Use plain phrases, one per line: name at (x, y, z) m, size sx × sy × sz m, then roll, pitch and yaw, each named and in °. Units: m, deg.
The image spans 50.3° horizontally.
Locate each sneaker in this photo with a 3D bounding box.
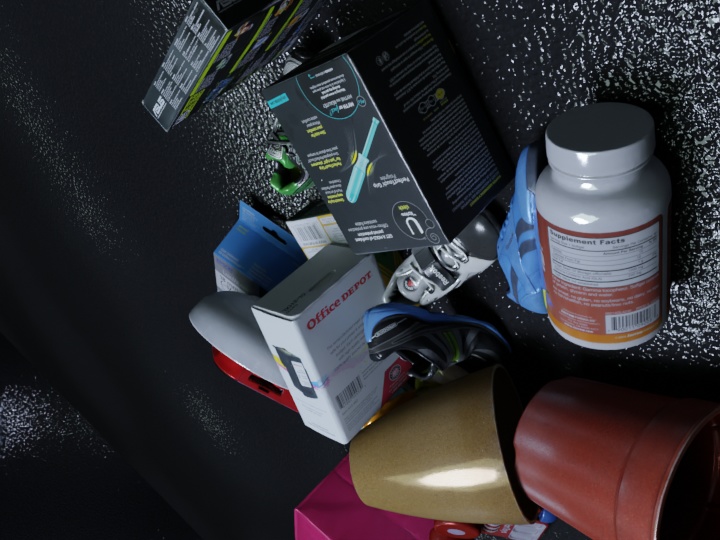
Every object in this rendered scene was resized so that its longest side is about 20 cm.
sneaker at (0.163, -0.039, 0.767) m, size 0.078 × 0.066 × 0.200 m, roll 16°, pitch 137°, yaw 35°
sneaker at (-0.066, -0.164, 0.886) m, size 0.078 × 0.085 × 0.200 m, roll 32°, pitch 144°, yaw 23°
sneaker at (0.090, 0.091, 0.913) m, size 0.199 × 0.083 × 0.071 m, roll 11°, pitch 164°, yaw -28°
sneaker at (0.089, -0.002, 0.877) m, size 0.074 × 0.088 × 0.200 m, roll 47°, pitch 146°, yaw 3°

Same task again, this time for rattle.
rattle at (0.131, 0.223, 1.023) m, size 0.200 × 0.143 × 0.130 m, roll 49°, pitch 133°, yaw 8°

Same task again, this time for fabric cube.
fabric cube at (0.025, 0.445, 1.320) m, size 0.199 × 0.200 × 0.196 m, roll 33°, pitch 146°, yaw 25°

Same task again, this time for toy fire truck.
toy fire truck at (0.189, 0.336, 1.089) m, size 0.168 × 0.112 × 0.200 m, roll 7°, pitch 146°, yaw 4°

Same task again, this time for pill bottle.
pill bottle at (0.213, -0.037, 0.671) m, size 0.112 × 0.112 × 0.200 m, roll 18°, pitch 136°, yaw 38°

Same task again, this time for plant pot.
plant pot at (0.278, 0.205, 0.797) m, size 0.195 × 0.201 × 0.201 m, roll 14°, pitch 136°, yaw 53°
plant pot at (0.096, 0.226, 0.936) m, size 0.200 × 0.186 × 0.187 m, roll -16°, pitch 116°, yaw 21°

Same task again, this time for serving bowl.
serving bowl at (-0.130, 0.084, 1.042) m, size 0.200 × 0.066 × 0.200 m, roll 33°, pitch -177°, yaw -2°

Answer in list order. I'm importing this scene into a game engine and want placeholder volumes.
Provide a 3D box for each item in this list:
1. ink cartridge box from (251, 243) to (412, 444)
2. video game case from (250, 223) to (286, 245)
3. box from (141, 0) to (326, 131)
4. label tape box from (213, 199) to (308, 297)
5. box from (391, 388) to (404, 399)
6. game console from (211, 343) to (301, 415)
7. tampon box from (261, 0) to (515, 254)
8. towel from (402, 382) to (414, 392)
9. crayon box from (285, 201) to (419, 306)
ink cartridge box at (-0.028, 0.088, 0.956) m, size 0.083 × 0.146 × 0.200 m, roll 14°, pitch 134°, yaw 44°
video game case at (-0.101, 0.025, 1.189) m, size 0.200 × 0.019 × 0.143 m, roll 40°, pitch 147°, yaw 10°
box at (-0.109, -0.239, 0.755) m, size 0.048 × 0.193 × 0.200 m, roll 52°, pitch 148°, yaw -5°
label tape box at (-0.149, 0.012, 1.155) m, size 0.144 × 0.063 × 0.200 m, roll 34°, pitch 146°, yaw 19°
box at (0.027, 0.197, 1.114) m, size 0.200 × 0.049 × 0.082 m, roll 55°, pitch 139°, yaw 1°
game console at (-0.122, 0.142, 1.086) m, size 0.200 × 0.031 × 0.177 m, roll 32°, pitch -176°, yaw -21°
tampon box at (0.029, -0.135, 0.766) m, size 0.150 × 0.126 × 0.200 m, roll -4°, pitch 123°, yaw 51°
towel at (0.068, 0.251, 1.207) m, size 0.171 × 0.048 × 0.200 m, roll 39°, pitch 147°, yaw 19°
crayon box at (0.000, 0.000, 1.013) m, size 0.126 × 0.052 × 0.200 m, roll -5°, pitch 120°, yaw 51°
